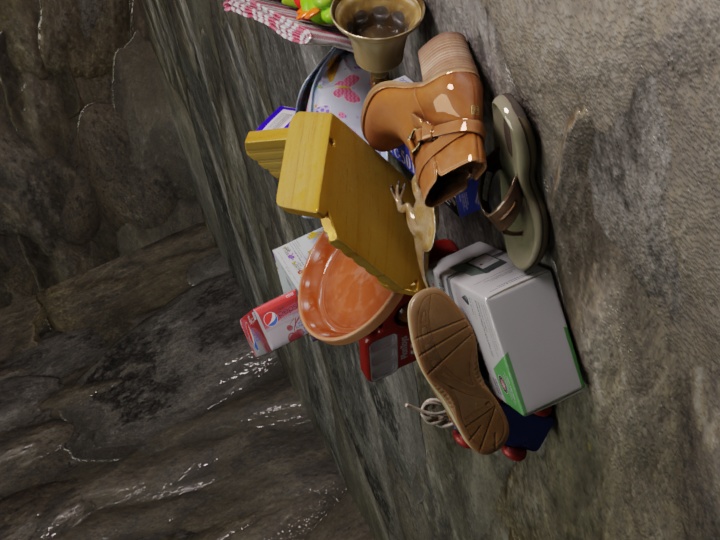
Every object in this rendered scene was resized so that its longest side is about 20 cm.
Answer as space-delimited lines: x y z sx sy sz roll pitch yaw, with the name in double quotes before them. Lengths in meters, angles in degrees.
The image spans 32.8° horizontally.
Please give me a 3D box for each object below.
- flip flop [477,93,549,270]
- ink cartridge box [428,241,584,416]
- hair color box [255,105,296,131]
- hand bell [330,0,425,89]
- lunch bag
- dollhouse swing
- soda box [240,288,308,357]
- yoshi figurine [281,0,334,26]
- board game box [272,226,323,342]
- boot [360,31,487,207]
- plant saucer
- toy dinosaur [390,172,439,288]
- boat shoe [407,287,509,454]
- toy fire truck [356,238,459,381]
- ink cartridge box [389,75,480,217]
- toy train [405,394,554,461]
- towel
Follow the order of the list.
"flip flop" 0.147 -0.085 1.239 0.081 0.057 0.201 54 163 46
"ink cartridge box" 0.160 0.062 1.396 0.200 0.083 0.147 -149 37 -71
"hair color box" -0.055 -0.145 1.787 0.201 0.065 0.109 52 166 -26
"hand bell" 0.021 -0.215 1.390 0.105 0.103 0.201 57 159 38
"lunch bag" -0.027 -0.187 1.618 0.170 0.125 0.203 109 164 -72
"dollhouse swing" -0.043 -0.066 1.424 0.200 0.174 0.184 37 -130 -41
"soda box" -0.119 0.075 1.711 0.064 0.069 0.200 64 167 1
"yoshi figurine" -0.022 -0.346 1.472 0.200 0.111 0.113 -107 39 -65
"board game box" -0.008 -0.005 1.726 0.105 0.198 0.104 55 164 40
"boot" 0.063 -0.134 1.282 0.200 0.073 0.157 133 134 -54
"plant saucer" 0.000 0.000 1.532 0.032 0.201 0.201 31 -168 -37
"toy dinosaur" 0.069 -0.055 1.360 0.102 0.057 0.202 -105 17 -46
"boat shoe" 0.102 0.111 1.382 0.202 0.072 0.072 62 168 -12
"toy fire truck" 0.073 0.061 1.578 0.113 0.166 0.201 59 166 29
"ink cartridge box" 0.083 -0.148 1.433 0.200 0.044 0.095 -129 21 -54
"toy train" 0.129 0.152 1.496 0.085 0.198 0.116 -64 24 21
"towel" -0.063 -0.298 1.506 0.200 0.145 0.030 36 116 44
